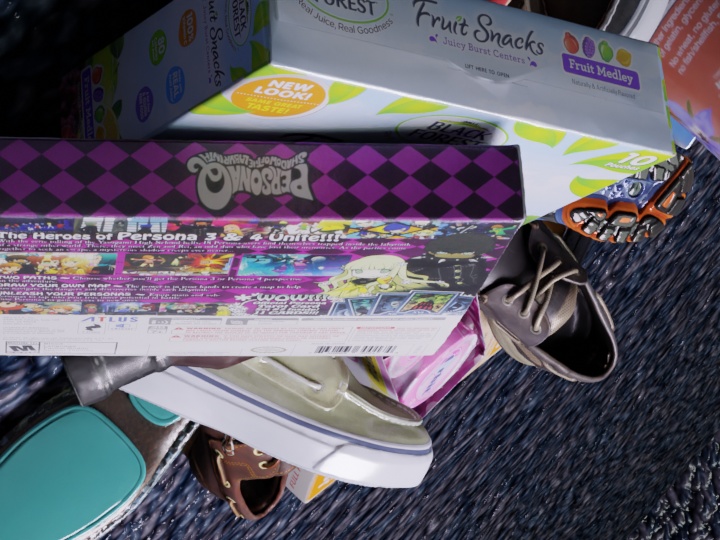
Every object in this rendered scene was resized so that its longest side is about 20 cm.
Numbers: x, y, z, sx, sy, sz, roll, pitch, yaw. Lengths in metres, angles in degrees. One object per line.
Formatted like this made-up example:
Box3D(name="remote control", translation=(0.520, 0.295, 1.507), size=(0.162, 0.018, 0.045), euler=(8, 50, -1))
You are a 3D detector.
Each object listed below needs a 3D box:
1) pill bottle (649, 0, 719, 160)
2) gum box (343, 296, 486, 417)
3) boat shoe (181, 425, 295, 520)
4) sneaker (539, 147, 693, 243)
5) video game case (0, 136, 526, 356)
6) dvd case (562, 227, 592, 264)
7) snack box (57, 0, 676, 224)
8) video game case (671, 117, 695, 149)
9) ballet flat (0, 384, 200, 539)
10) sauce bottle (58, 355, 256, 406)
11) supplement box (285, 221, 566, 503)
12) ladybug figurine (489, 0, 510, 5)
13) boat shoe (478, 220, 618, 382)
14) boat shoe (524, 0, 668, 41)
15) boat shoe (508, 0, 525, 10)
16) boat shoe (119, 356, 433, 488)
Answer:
Box3D(name="pill bottle", translation=(0.149, -0.141, 1.045), size=(0.112, 0.200, 0.112), euler=(-41, 163, -15))
Box3D(name="gum box", translation=(0.000, 0.000, 1.163), size=(0.066, 0.113, 0.200), euler=(-43, 164, -8))
Box3D(name="boat shoe", translation=(-0.056, 0.082, 1.268), size=(0.070, 0.070, 0.200), euler=(-33, 165, -18))
Box3D(name="sneaker", translation=(0.077, -0.062, 1.206), size=(0.199, 0.078, 0.076), euler=(12, 113, -31))
Box3D(name="video game case", translation=(-0.050, -0.005, 0.900), size=(0.198, 0.036, 0.181), euler=(0, 162, -9))
Box3D(name="dvd case", translation=(0.159, -0.069, 1.437), size=(0.200, 0.017, 0.143), euler=(-61, 173, -47))
Box3D(name="snack box", translation=(0.003, -0.060, 0.888), size=(0.199, 0.053, 0.142), euler=(9, 157, -37))
Box3D(name="video game case", translation=(0.217, -0.182, 1.258), size=(0.200, 0.045, 0.182), euler=(-52, -167, 19))
Box3D(name="ballet flat", translation=(-0.120, 0.076, 1.140), size=(0.200, 0.074, 0.074), euler=(-39, 163, -11))
Box3D(name="sauce bottle", translation=(-0.042, 0.002, 1.024), size=(0.199, 0.066, 0.066), euler=(-22, 160, -6))
Box3D(name="supplement box", translation=(0.023, 0.035, 1.382), size=(0.200, 0.074, 0.126), euler=(-36, 161, -31))
Box3D(name="ladybug figurine", translation=(0.012, -0.135, 0.923), size=(0.200, 0.072, 0.136), euler=(-12, 137, -59))
Box3D(name="boat shoe", translation=(0.096, 0.002, 1.293), size=(0.075, 0.073, 0.200), euler=(-56, 141, -6))
Box3D(name="boat shoe", translation=(0.103, -0.183, 0.973), size=(0.057, 0.068, 0.202), euler=(23, 76, -62))
Box3D(name="boat shoe", translation=(0.134, -0.158, 1.173), size=(0.200, 0.072, 0.067), euler=(-44, -170, -29))
Box3D(name="boat shoe", translation=(-0.042, 0.049, 1.091), size=(0.199, 0.072, 0.062), euler=(22, 100, -29))
